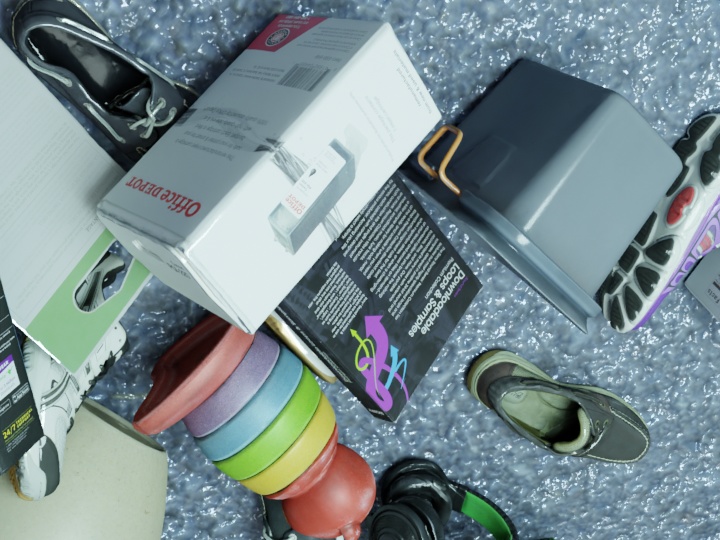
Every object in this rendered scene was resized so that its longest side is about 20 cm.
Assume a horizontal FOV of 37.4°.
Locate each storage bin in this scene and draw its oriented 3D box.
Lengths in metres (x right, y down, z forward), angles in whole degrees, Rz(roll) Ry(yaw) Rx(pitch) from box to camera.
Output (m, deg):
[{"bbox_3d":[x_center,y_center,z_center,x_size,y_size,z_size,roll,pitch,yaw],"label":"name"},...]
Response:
[{"bbox_3d":[0.126,-0.074,0.775,0.145,0.200,0.135,38,94,-25],"label":"storage bin"}]

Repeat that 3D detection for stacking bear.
[{"bbox_3d":[-0.067,0.134,0.852,0.113,0.122,0.200,-38,107,15],"label":"stacking bear"}]

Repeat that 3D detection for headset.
[{"bbox_3d":[0.047,0.207,0.941,0.196,0.124,0.096,17,112,7],"label":"headset"}]

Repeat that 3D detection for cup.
[{"bbox_3d":[-0.233,0.181,0.844,0.199,0.200,0.145,35,82,-24],"label":"cup"}]

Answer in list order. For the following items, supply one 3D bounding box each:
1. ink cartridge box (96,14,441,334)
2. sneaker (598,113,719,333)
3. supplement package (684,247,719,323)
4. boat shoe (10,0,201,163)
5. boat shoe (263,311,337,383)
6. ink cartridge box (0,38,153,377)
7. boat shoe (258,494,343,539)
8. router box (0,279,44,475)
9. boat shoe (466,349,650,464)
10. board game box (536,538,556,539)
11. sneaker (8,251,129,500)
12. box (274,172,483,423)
[{"bbox_3d":[-0.064,-0.072,0.715,0.200,0.145,0.085,-47,124,-15],"label":"ink cartridge box"},{"bbox_3d":[0.276,-0.028,0.886,0.082,0.081,0.202,23,110,-27],"label":"sneaker"},{"bbox_3d":[0.390,-0.021,0.891,0.112,0.110,0.202,27,109,-22],"label":"supplement package"},{"bbox_3d":[-0.165,-0.116,0.761,0.073,0.063,0.199,-43,117,11],"label":"boat shoe"},{"bbox_3d":[-0.068,0.001,0.843,0.069,0.071,0.200,-47,118,-10],"label":"boat shoe"},{"bbox_3d":[-0.237,-0.044,0.741,0.200,0.048,0.147,49,57,-25],"label":"ink cartridge box"},{"bbox_3d":[-0.053,0.246,0.954,0.060,0.075,0.202,-42,122,-31],"label":"boat shoe"},{"bbox_3d":[-0.314,0.047,0.692,0.196,0.051,0.152,4,117,21],"label":"router box"},{"bbox_3d":[0.185,0.137,0.956,0.198,0.066,0.072,26,109,-22],"label":"boat shoe"},{"bbox_3d":[0.121,0.372,0.948,0.196,0.200,0.204,-6,88,-8],"label":"board game box"},{"bbox_3d":[-0.212,0.067,0.784,0.086,0.204,0.075,10,155,-27],"label":"sneaker"},{"bbox_3d":[0.000,0.000,0.829,0.200,0.036,0.144,49,65,-26],"label":"box"}]
